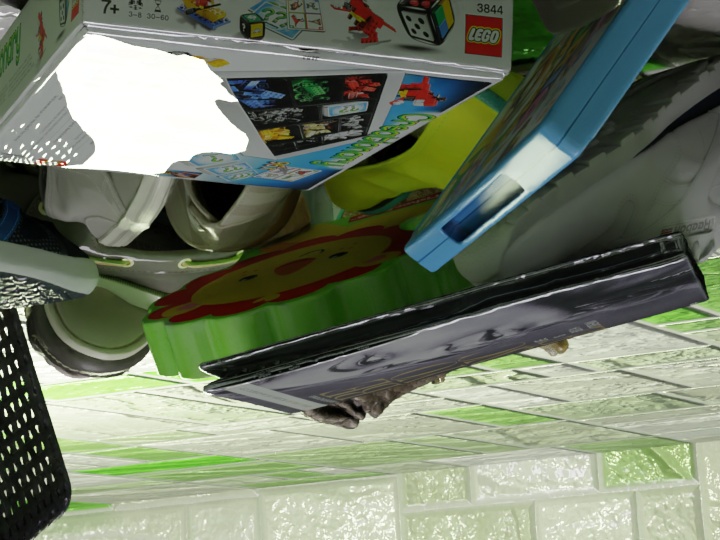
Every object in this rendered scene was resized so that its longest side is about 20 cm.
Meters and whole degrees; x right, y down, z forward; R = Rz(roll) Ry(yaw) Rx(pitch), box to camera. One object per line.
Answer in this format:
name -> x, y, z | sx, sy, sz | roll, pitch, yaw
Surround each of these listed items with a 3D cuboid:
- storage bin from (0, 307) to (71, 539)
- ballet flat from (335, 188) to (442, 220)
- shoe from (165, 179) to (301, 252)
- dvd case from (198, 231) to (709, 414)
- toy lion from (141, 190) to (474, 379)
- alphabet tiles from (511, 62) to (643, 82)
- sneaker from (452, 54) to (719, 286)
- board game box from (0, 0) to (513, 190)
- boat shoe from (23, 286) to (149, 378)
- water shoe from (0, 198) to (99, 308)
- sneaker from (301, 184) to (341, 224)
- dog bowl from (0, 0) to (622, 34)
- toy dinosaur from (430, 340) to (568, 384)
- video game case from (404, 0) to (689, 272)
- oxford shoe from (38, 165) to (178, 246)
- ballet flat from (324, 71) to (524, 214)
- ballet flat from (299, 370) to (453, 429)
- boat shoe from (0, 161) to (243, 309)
storage bin -> -0.251, 0.064, 1.203 | 0.135, 0.201, 0.094 | -8, -165, 26
ballet flat -> 0.073, -0.018, 1.236 | 0.065, 0.071, 0.200 | 25, -160, 40
shoe -> -0.051, -0.058, 1.012 | 0.053, 0.070, 0.200 | -12, 166, -30
dvd case -> 0.045, 0.026, 0.969 | 0.199, 0.016, 0.149 | -15, 171, 10
toy lion -> 0.000, 0.000, 1.081 | 0.199, 0.069, 0.192 | -16, -170, 7
alphabet tiles -> 0.076, -0.074, 1.154 | 0.166, 0.006, 0.200 | -8, 169, 23
sneaker -> 0.119, -0.029, 0.999 | 0.200, 0.081, 0.076 | -31, -165, -39
board game box -> -0.046, -0.062, 0.730 | 0.126, 0.035, 0.200 | 5, 171, -18
boat shoe -> -0.147, 0.026, 1.231 | 0.067, 0.057, 0.200 | 19, -163, -13
water shoe -> -0.192, -0.035, 1.057 | 0.071, 0.079, 0.200 | -9, 163, 35
sneaker -> 0.004, -0.004, 1.324 | 0.088, 0.074, 0.200 | -6, 167, -5
dog bowl -> -0.017, -0.114, 0.697 | 0.199, 0.059, 0.200 | 2, 171, 0
toy dinosaur -> 0.007, 0.030, 1.235 | 0.199, 0.058, 0.101 | -2, 161, -13
video game case -> 0.081, -0.077, 0.808 | 0.018, 0.143, 0.200 | 37, 165, -3
oxford shoe -> -0.107, -0.057, 1.023 | 0.058, 0.075, 0.200 | 26, 162, -10
ballet flat -> 0.019, -0.066, 1.006 | 0.067, 0.067, 0.200 | 35, 167, -20
ballet flat -> 0.054, 0.033, 1.125 | 0.199, 0.047, 0.067 | -18, -175, -25
boat shoe -> -0.145, -0.029, 1.165 | 0.201, 0.072, 0.060 | 14, 135, -29
